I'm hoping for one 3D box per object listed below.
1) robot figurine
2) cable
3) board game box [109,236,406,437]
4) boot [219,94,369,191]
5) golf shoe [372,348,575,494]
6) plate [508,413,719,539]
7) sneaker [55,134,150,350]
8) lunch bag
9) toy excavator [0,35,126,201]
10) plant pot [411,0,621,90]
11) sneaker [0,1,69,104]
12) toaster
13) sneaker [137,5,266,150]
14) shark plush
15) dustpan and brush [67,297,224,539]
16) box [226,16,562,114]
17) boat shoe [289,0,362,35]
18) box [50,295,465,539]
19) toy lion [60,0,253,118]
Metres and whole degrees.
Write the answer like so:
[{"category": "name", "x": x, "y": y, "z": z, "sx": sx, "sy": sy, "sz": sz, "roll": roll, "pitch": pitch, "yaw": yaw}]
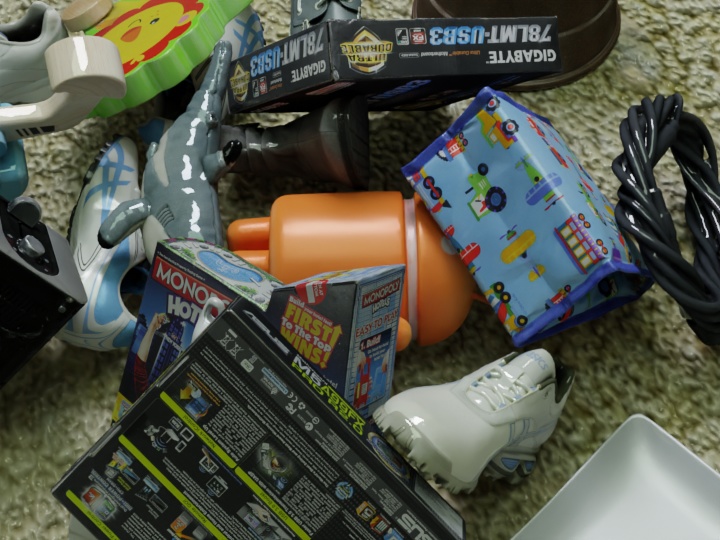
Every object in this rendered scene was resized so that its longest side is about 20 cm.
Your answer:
[{"category": "robot figurine", "x": 0.000, "y": -0.002, "z": 0.910, "sx": 0.197, "sy": 0.144, "sz": 0.118, "roll": -1, "pitch": 90, "yaw": 1}, {"category": "cable", "x": 0.235, "y": -0.048, "z": 0.923, "sx": 0.050, "sy": 0.162, "sz": 0.202, "roll": -25, "pitch": 53, "yaw": 38}, {"category": "board game box", "x": -0.056, "y": 0.064, "z": 0.808, "sx": 0.199, "sy": 0.202, "sz": 0.061, "roll": 31, "pitch": 25, "yaw": 24}, {"category": "boot", "x": -0.057, "y": -0.094, "z": 0.960, "sx": 0.130, "sy": 0.200, "sz": 0.071, "roll": 0, "pitch": 87, "yaw": 1}, {"category": "golf shoe", "x": 0.078, "y": 0.084, "z": 0.790, "sx": 0.078, "sy": 0.199, "sz": 0.098, "roll": 42, "pitch": 104, "yaw": 22}, {"category": "plate", "x": 0.193, "y": 0.217, "z": 0.787, "sx": 0.199, "sy": 0.033, "sz": 0.199, "roll": -38, "pitch": 60, "yaw": -25}, {"category": "sneaker", "x": -0.192, "y": -0.022, "z": 0.960, "sx": 0.072, "sy": 0.072, "sz": 0.202, "roll": 15, "pitch": 48, "yaw": -16}, {"category": "lunch bag", "x": 0.145, "y": -0.043, "z": 0.899, "sx": 0.199, "sy": 0.094, "sz": 0.151, "roll": -8, "pitch": 61, "yaw": -58}, {"category": "toy excavator", "x": -0.284, "y": -0.108, "z": 0.959, "sx": 0.197, "sy": 0.195, "sz": 0.101, "roll": -11, "pitch": 69, "yaw": -16}, {"category": "plant pot", "x": 0.142, "y": -0.300, "z": 1.087, "sx": 0.197, "sy": 0.199, "sz": 0.202, "roll": -1, "pitch": 52, "yaw": 2}, {"category": "sneaker", "x": -0.338, "y": -0.169, "z": 1.070, "sx": 0.199, "sy": 0.088, "sz": 0.074, "roll": -37, "pitch": 60, "yaw": -23}, {"category": "toaster", "x": -0.313, "y": 0.015, "z": 0.836, "sx": 0.200, "sy": 0.180, "sz": 0.119, "roll": -43, "pitch": 36, "yaw": 13}, {"category": "sneaker", "x": -0.136, "y": -0.173, "z": 1.068, "sx": 0.071, "sy": 0.073, "sz": 0.202, "roll": -10, "pitch": 47, "yaw": 31}, {"category": "shark plush", "x": -0.112, "y": -0.072, "z": 0.917, "sx": 0.083, "sy": 0.091, "sz": 0.202, "roll": -12, "pitch": 49, "yaw": 43}, {"category": "dustpan and brush", "x": -0.115, "y": 0.115, "z": 0.797, "sx": 0.138, "sy": 0.202, "sz": 0.057, "roll": 19, "pitch": 27, "yaw": 17}, {"category": "box", "x": 0.020, "y": -0.157, "z": 0.960, "sx": 0.196, "sy": 0.199, "sz": 0.050, "roll": -8, "pitch": 92, "yaw": -28}, {"category": "boat shoe", "x": -0.034, "y": -0.251, "z": 1.139, "sx": 0.072, "sy": 0.062, "sz": 0.202, "roll": -6, "pitch": 52, "yaw": -3}, {"category": "box", "x": -0.059, "y": 0.142, "z": 0.738, "sx": 0.200, "sy": 0.044, "sz": 0.160, "roll": 44, "pitch": 101, "yaw": -3}, {"category": "toy lion", "x": -0.164, "y": -0.205, "z": 1.032, "sx": 0.199, "sy": 0.069, "sz": 0.192, "roll": -33, "pitch": 33, "yaw": -4}]
